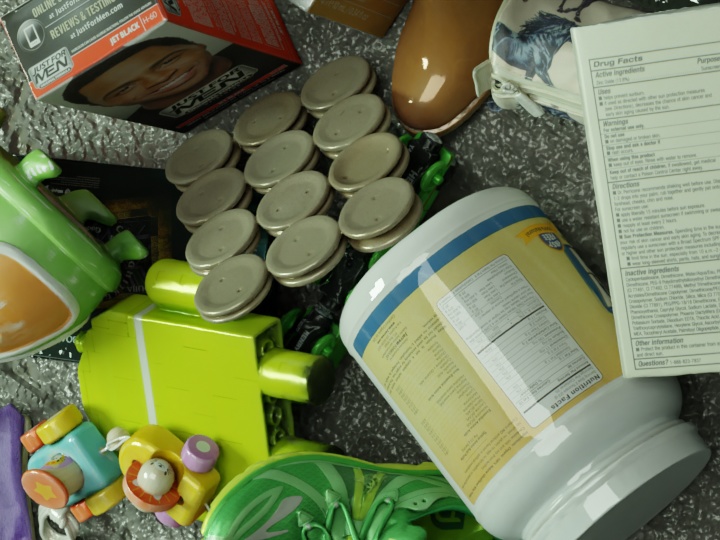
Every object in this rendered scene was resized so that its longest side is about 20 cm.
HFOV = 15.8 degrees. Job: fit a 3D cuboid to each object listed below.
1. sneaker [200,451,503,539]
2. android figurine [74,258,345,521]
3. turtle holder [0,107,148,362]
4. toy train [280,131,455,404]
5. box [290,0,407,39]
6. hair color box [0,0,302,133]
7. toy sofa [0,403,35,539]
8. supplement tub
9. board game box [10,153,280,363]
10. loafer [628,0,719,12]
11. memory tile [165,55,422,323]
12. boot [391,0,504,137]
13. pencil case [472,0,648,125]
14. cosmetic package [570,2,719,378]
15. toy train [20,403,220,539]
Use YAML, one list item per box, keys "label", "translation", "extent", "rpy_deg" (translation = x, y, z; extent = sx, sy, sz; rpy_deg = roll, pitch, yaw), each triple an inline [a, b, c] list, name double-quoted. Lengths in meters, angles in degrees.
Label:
- label: "sneaker"
  translation: [0.002, 0.153, 1.544]
  extent: [0.199, 0.084, 0.074]
  rpy_deg: [-2, 112, -16]
- label: "android figurine"
  translation: [-0.101, 0.081, 1.627]
  extent: [0.199, 0.041, 0.183]
  rpy_deg: [8, 116, 34]
- label: "turtle holder"
  translation: [-0.238, -0.023, 1.634]
  extent: [0.132, 0.141, 0.185]
  rpy_deg: [-47, 59, -2]
- label: "toy train"
  translation: [0.000, 0.000, 1.619]
  extent: [0.042, 0.056, 0.200]
  rpy_deg: [38, 103, 22]
- label: "box"
  translation: [0.012, -0.257, 1.594]
  extent: [0.097, 0.124, 0.200]
  rpy_deg: [39, 102, 20]
- label: "hair color box"
  translation: [-0.126, -0.142, 1.603]
  extent: [0.101, 0.200, 0.061]
  rpy_deg: [-29, 76, 19]
- label: "toy sofa"
  translation: [-0.270, 0.187, 1.709]
  extent: [0.097, 0.083, 0.201]
  rpy_deg: [-10, 83, 23]
- label: "supplement tub"
  translation: [0.098, 0.067, 1.527]
  extent: [0.145, 0.145, 0.200]
  rpy_deg: [-43, 73, 15]
- label: "board game box"
  translation: [-0.147, -0.001, 1.697]
  extent: [0.199, 0.028, 0.136]
  rpy_deg: [7, 90, 23]
- label: "loafer"
  translation: [0.233, -0.172, 1.499]
  extent: [0.200, 0.071, 0.073]
  rpy_deg: [31, 132, 39]
- label: "memory tile"
  translation: [-0.043, -0.052, 1.588]
  extent: [0.153, 0.017, 0.200]
  rpy_deg: [-29, 34, 8]
- label: "boot"
  translation: [0.047, -0.180, 1.557]
  extent: [0.073, 0.155, 0.201]
  rpy_deg: [24, 96, 22]
- label: "pencil case"
  translation: [0.170, -0.108, 1.539]
  extent: [0.199, 0.078, 0.090]
  rpy_deg: [18, 58, 23]
- label: "cosmetic package"
  translation: [0.192, -0.047, 1.442]
  extent: [0.103, 0.087, 0.201]
  rpy_deg: [-4, 98, 31]
- label: "toy train"
  translation: [-0.143, 0.166, 1.640]
  extent: [0.199, 0.056, 0.151]
  rpy_deg: [15, 124, 28]
